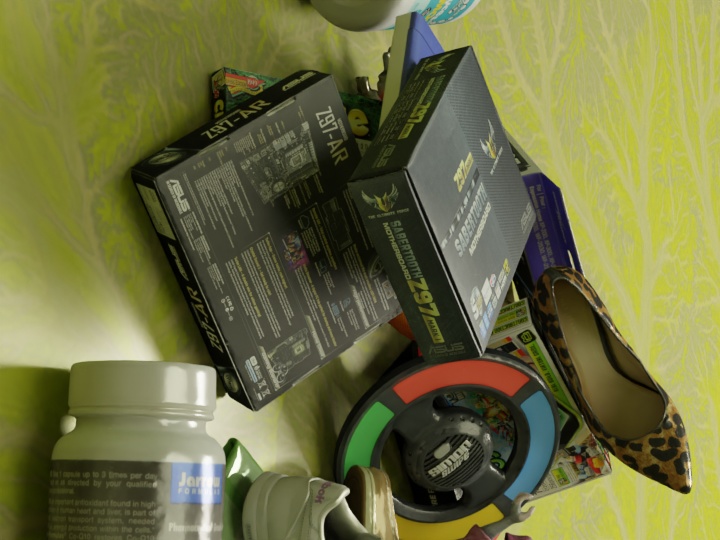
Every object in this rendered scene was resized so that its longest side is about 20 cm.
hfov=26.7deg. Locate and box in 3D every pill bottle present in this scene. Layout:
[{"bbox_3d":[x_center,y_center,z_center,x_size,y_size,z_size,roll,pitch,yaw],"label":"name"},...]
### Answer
[{"bbox_3d":[0.043,-0.266,1.305,0.199,0.110,0.112,-21,105,-56],"label":"pill bottle"},{"bbox_3d":[-0.143,0.161,0.968,0.113,0.113,0.202,13,76,-57],"label":"pill bottle"}]

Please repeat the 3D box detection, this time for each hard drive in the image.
[{"bbox_3d":[0.053,-0.086,1.197,0.132,0.025,0.202,51,38,-45],"label":"hard drive"}]

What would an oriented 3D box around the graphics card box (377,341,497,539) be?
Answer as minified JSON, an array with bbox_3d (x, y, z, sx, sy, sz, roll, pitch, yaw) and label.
[{"bbox_3d":[0.087,0.156,1.394,0.125,0.050,0.202,-44,124,-50],"label":"graphics card box"}]

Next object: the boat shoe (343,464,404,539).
[{"bbox_3d":[0.023,0.253,1.246,0.066,0.074,0.202,-7,105,-17],"label":"boat shoe"}]

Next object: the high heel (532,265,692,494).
[{"bbox_3d":[0.207,0.090,1.247,0.201,0.071,0.143,58,2,27],"label":"high heel"}]

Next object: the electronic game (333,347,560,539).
[{"bbox_3d":[0.074,0.151,1.270,0.201,0.199,0.042,61,1,-34],"label":"electronic game"}]

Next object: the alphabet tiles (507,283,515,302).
[{"bbox_3d":[0.115,-0.043,1.489,0.195,0.014,0.202,-22,105,-57],"label":"alphabet tiles"}]

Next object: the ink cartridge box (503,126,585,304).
[{"bbox_3d":[0.165,-0.018,1.415,0.200,0.043,0.200,-117,-173,-66],"label":"ink cartridge box"}]

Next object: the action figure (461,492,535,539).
[{"bbox_3d":[0.094,0.267,1.277,0.200,0.147,0.135,37,44,-68],"label":"action figure"}]

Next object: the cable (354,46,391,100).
[{"bbox_3d":[0.031,-0.089,1.325,0.097,0.050,0.201,-47,125,-48],"label":"cable"}]

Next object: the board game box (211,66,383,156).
[{"bbox_3d":[-0.027,-0.091,1.188,0.199,0.023,0.106,7,72,-36],"label":"board game box"}]

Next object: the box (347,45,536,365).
[{"bbox_3d":[0.066,-0.052,1.123,0.159,0.051,0.200,65,29,-24],"label":"box"}]

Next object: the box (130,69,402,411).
[{"bbox_3d":[-0.060,-0.023,1.118,0.160,0.043,0.201,-34,119,-23],"label":"box"}]

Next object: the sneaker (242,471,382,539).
[{"bbox_3d":[-0.022,0.244,1.119,0.075,0.099,0.202,-42,121,-54],"label":"sneaker"}]

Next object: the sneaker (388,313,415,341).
[{"bbox_3d":[0.000,0.000,1.261,0.200,0.073,0.078,49,51,-30],"label":"sneaker"}]

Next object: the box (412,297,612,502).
[{"bbox_3d":[0.135,0.121,1.323,0.201,0.109,0.035,58,18,-35],"label":"box"}]

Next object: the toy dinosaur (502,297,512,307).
[{"bbox_3d":[0.127,0.046,1.404,0.102,0.058,0.200,62,9,-20],"label":"toy dinosaur"}]

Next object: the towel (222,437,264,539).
[{"bbox_3d":[-0.080,0.245,1.148,0.201,0.030,0.150,59,39,-34],"label":"towel"}]
